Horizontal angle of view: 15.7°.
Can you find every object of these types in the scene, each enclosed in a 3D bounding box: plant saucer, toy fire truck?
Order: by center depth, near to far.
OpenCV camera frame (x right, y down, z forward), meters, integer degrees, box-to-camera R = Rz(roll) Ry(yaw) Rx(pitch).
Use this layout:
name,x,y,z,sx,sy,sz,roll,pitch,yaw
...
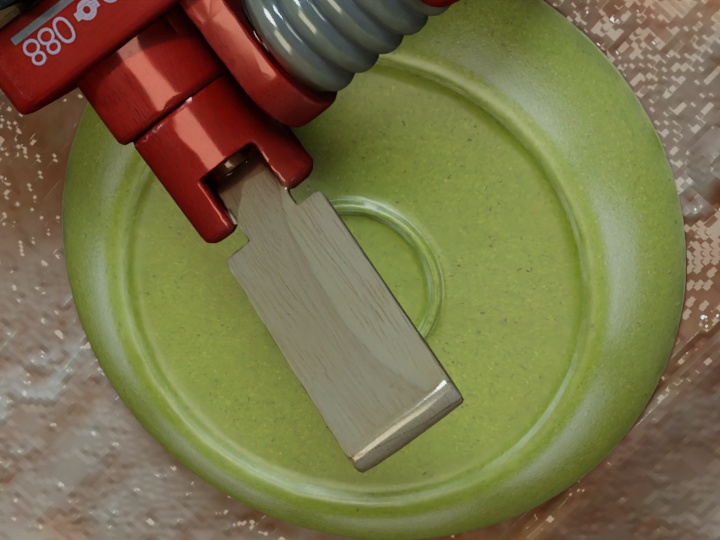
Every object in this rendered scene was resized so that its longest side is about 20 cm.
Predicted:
name,x,y,z,sx,sy,sz,roll,pitch,yaw
toy fire truck,-0.009,-0.067,0.712,0.176,0.129,0.200,-34,95,20
plant saucer,0.000,0.000,0.805,0.199,0.031,0.201,4,113,9
